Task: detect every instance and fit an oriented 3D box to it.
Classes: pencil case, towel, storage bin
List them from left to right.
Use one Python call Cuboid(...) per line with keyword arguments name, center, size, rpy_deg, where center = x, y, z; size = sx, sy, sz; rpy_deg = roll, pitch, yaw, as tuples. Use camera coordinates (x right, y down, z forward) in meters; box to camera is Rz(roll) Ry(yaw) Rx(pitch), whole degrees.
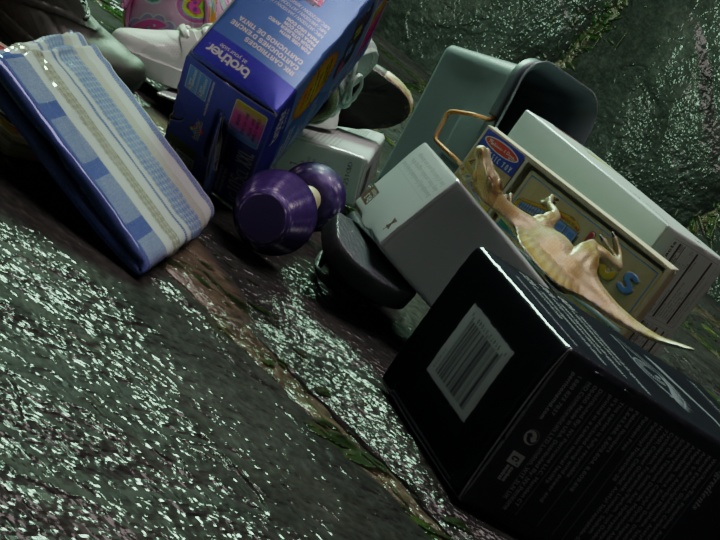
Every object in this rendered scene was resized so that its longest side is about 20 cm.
Cuboid(name="towel", center=(-0.147, -0.070, 1.018), size=(0.147, 0.024, 0.200), rpy_deg=(53, 11, -5))
Cuboid(name="pencil case", center=(-0.158, -0.233, 1.626), size=(0.087, 0.088, 0.200), rpy_deg=(36, 11, 1))
Cuboid(name="storage bin", center=(0.106, -0.120, 1.726), size=(0.145, 0.201, 0.134), rpy_deg=(25, 3, -46))

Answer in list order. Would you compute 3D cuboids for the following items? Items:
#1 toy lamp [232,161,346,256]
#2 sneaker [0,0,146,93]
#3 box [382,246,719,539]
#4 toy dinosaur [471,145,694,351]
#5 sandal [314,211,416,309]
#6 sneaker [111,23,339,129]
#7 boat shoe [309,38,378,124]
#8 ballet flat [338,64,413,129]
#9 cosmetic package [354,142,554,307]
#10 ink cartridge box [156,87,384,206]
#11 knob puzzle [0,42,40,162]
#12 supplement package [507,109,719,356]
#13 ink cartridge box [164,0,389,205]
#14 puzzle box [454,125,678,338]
Cuboid(name="toy lamp", center=(-0.047, -0.044, 1.208), size=(0.058, 0.058, 0.200), rpy_deg=(36, 11, 1))
Cuboid(name="sneaker", center=(-0.220, -0.189, 1.197), size=(0.199, 0.091, 0.076), rpy_deg=(33, 8, -24))
Cuboid(name="box", center=(0.133, 0.097, 1.035), size=(0.199, 0.105, 0.148), rpy_deg=(32, 11, -26))
Cuboid(name="toy dinosaur", center=(0.143, -0.002, 1.230), size=(0.200, 0.058, 0.101), rpy_deg=(44, 18, 9))
Cuboid(name="sandal", center=(0.000, 0.000, 1.234), size=(0.076, 0.043, 0.200), rpy_deg=(46, 5, 1))
Cuboid(name="sneaker", center=(-0.099, -0.193, 1.427), size=(0.198, 0.117, 0.074), rpy_deg=(13, 13, -15))
Cuboid(name="boat shoe", center=(-0.048, -0.122, 1.335), size=(0.065, 0.075, 0.202), rpy_deg=(44, 44, 10))
Cuboid(name="ballet flat", center=(-0.046, -0.168, 1.505), size=(0.198, 0.067, 0.057), rpy_deg=(18, 25, 15))
Cuboid(name="cosmetic package", center=(0.089, 0.017, 1.219), size=(0.200, 0.074, 0.102), rpy_deg=(50, 4, -22))
Cuboid(name="ink cartridge box", center=(-0.072, -0.108, 1.465), size=(0.172, 0.044, 0.200), rpy_deg=(16, 11, 2))
Cuboid(name="knob puzzle", center=(-0.216, -0.123, 1.082), size=(0.219, 0.031, 0.220), rpy_deg=(35, 10, -7))
Cuboid(name="supplement package", center=(0.188, -0.015, 1.577), size=(0.111, 0.156, 0.200), rpy_deg=(23, 16, -48))
Cuboid(name="ink cartridge box", center=(-0.061, -0.136, 1.209), size=(0.076, 0.200, 0.137), rpy_deg=(36, -28, 4))
Cuboid(name="puzzle box", center=(0.145, -0.008, 1.470), size=(0.200, 0.134, 0.025), rpy_deg=(39, 11, 19))
